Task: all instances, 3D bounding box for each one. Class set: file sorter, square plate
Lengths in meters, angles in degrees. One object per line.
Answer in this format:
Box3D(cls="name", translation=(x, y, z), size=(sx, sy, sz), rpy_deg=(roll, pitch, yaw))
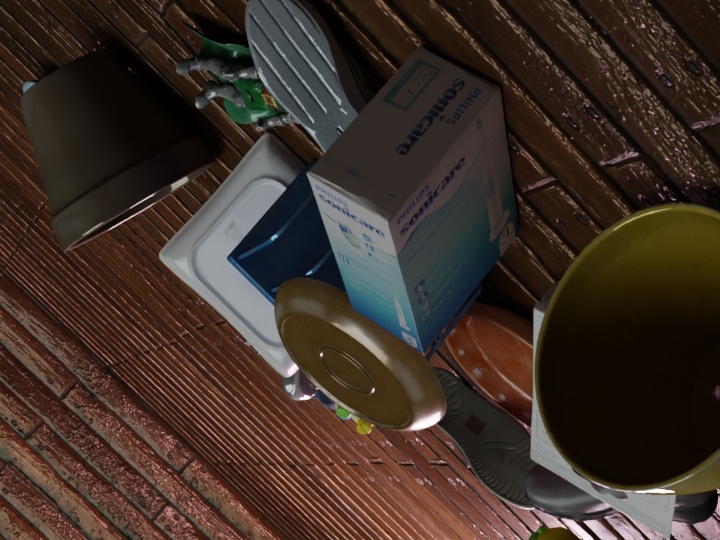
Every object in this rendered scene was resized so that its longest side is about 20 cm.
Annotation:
Box3D(cls="file sorter", translation=(0.000, 0.000, 1.324), size=(0.200, 0.139, 0.122), rpy_deg=(45, 158, -11))
Box3D(cls="square plate", translation=(-0.090, -0.009, 1.441), size=(0.198, 0.200, 0.028), rpy_deg=(43, -156, -5))

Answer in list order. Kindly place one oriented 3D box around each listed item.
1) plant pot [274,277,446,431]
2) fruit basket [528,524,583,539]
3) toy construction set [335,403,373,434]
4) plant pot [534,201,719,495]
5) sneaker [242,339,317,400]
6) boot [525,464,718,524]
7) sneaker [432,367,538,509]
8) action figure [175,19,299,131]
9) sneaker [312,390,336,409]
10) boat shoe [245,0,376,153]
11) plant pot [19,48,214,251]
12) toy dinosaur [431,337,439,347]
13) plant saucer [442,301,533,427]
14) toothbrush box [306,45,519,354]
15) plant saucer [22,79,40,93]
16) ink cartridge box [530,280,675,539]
Box3D(cls="plant pot", translation=(-0.008, 0.088, 1.291), size=(0.199, 0.028, 0.201), rpy_deg=(32, 154, 18))
Box3D(cls="fruit basket", translation=(0.285, 0.417, 1.692), size=(0.213, 0.157, 0.216), rpy_deg=(20, 160, 7))
Box3D(cls="toy construction set", translation=(-0.006, 0.105, 1.569), size=(0.129, 0.093, 0.200), rpy_deg=(-13, 143, 21))
Box3D(cls="plant pot", translation=(0.244, 0.071, 0.965), size=(0.141, 0.203, 0.199), rpy_deg=(23, 176, -38))
Box3D(cls="sneaker", translation=(-0.100, 0.087, 1.652), size=(0.201, 0.081, 0.075), rpy_deg=(-107, -5, -49))
Box3D(cls="boot", translation=(0.239, 0.177, 1.307), size=(0.197, 0.070, 0.132), rpy_deg=(-5, 137, 26))
Box3D(cls="sneaker", translation=(0.150, 0.186, 1.503), size=(0.200, 0.075, 0.106), rpy_deg=(46, -172, 31))
Box3D(cls="action figure", translation=(-0.091, -0.170, 1.267), size=(0.199, 0.055, 0.119), rpy_deg=(15, 145, 45))
Box3D(cls="sneaker", translation=(-0.034, 0.117, 1.739), size=(0.145, 0.077, 0.203), rpy_deg=(20, 153, 41))
Box3D(cls="boat shoe", translation=(-0.029, -0.153, 1.156), size=(0.201, 0.071, 0.062), rpy_deg=(58, -158, -12))
Box3D(cls="plant pot", translation=(-0.290, -0.146, 1.538), size=(0.175, 0.199, 0.200), rpy_deg=(60, 159, -5))
Box3D(cls="toy dinosaur", translation=(0.037, 0.056, 1.467), size=(0.087, 0.048, 0.201), rpy_deg=(13, -155, -10))
Box3D(cls="plant saucer", translation=(0.169, 0.101, 1.376), size=(0.199, 0.032, 0.201), rpy_deg=(36, 161, 14))
Box3D(cls="toothbrush box", translation=(0.049, -0.052, 1.096), size=(0.085, 0.147, 0.201), rpy_deg=(31, 159, 26))
Box3D(cls="plant saucer", translation=(-0.357, -0.182, 1.783), size=(0.199, 0.036, 0.201), rpy_deg=(36, 160, 15))
Box3D(cls="ink cartridge box", translation=(0.227, 0.125, 1.215), size=(0.161, 0.057, 0.202), rpy_deg=(29, 146, 32))
